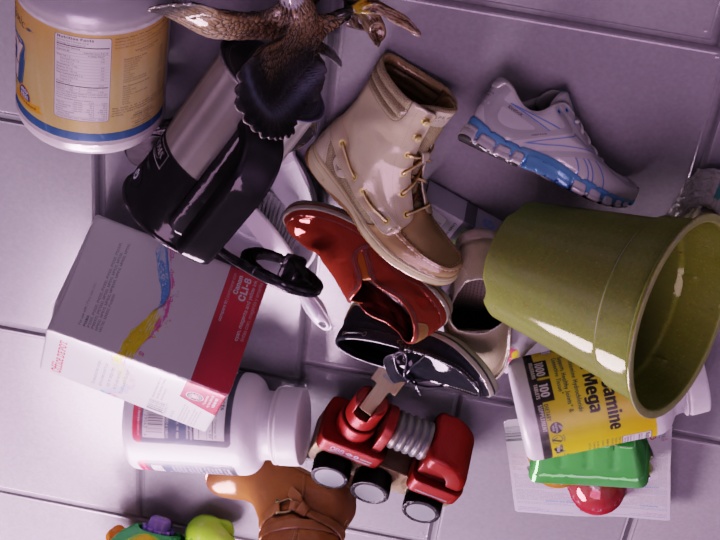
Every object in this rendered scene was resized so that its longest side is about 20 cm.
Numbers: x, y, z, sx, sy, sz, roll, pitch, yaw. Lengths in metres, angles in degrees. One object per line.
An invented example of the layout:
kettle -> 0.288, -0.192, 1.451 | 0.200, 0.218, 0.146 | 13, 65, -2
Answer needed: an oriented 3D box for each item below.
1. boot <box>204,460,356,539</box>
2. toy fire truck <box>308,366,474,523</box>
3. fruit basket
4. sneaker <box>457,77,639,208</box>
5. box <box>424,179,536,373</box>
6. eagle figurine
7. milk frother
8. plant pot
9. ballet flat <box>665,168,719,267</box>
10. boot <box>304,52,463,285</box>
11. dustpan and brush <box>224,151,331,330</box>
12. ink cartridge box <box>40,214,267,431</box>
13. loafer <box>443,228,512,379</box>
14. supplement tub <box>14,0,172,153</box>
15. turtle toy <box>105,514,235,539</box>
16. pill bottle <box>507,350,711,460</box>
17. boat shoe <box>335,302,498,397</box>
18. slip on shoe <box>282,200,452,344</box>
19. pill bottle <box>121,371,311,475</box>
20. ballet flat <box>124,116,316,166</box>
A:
boot -> -0.104, 0.289, 1.916 | 0.200, 0.155, 0.077 | 2, 131, 11
toy fire truck -> 0.055, 0.167, 1.816 | 0.176, 0.129, 0.200 | 22, 141, -7
fruit basket -> 0.262, 0.223, 1.841 | 0.185, 0.094, 0.200 | 1, 146, 12
sneaker -> 0.196, -0.124, 1.554 | 0.200, 0.075, 0.087 | 23, 95, -26
box -> 0.114, 0.010, 1.704 | 0.200, 0.041, 0.156 | 29, 131, -11
eagle figurine -> -0.076, -0.215, 1.450 | 0.152, 0.200, 0.151 | 19, 139, 54
milk frother -> -0.091, -0.087, 1.552 | 0.200, 0.181, 0.188 | 13, 129, -39
plant pot -> 0.226, 0.015, 1.547 | 0.190, 0.200, 0.200 | 21, 139, 33
ballet flat -> 0.318, -0.017, 1.619 | 0.072, 0.072, 0.200 | 16, 133, -2
boot -> 0.054, -0.097, 1.573 | 0.200, 0.073, 0.155 | 48, 127, 11
dustpan and brush -> -0.081, -0.021, 1.706 | 0.139, 0.057, 0.200 | -20, 124, 26
ink cartridge box -> -0.224, 0.058, 1.724 | 0.200, 0.145, 0.145 | 21, 156, -7
loafer -> 0.118, 0.049, 1.663 | 0.076, 0.068, 0.200 | 3, 131, 10
supplement tub -> -0.250, -0.225, 1.511 | 0.144, 0.145, 0.200 | 12, 131, 2
turtle toy -> -0.249, 0.368, 2.053 | 0.200, 0.101, 0.146 | -17, 125, 24
pill bottle -> 0.263, 0.128, 1.712 | 0.200, 0.113, 0.113 | -13, 128, 3
boat shoe -> 0.056, 0.092, 1.679 | 0.200, 0.062, 0.075 | 24, 153, 33
slip on shoe -> 0.000, 0.000, 1.624 | 0.200, 0.061, 0.074 | 39, 146, 7
pill bottle -> -0.162, 0.175, 1.855 | 0.200, 0.120, 0.120 | 3, 131, 10
ballet flat -> -0.143, -0.142, 1.633 | 0.200, 0.057, 0.067 | -5, 120, 9
